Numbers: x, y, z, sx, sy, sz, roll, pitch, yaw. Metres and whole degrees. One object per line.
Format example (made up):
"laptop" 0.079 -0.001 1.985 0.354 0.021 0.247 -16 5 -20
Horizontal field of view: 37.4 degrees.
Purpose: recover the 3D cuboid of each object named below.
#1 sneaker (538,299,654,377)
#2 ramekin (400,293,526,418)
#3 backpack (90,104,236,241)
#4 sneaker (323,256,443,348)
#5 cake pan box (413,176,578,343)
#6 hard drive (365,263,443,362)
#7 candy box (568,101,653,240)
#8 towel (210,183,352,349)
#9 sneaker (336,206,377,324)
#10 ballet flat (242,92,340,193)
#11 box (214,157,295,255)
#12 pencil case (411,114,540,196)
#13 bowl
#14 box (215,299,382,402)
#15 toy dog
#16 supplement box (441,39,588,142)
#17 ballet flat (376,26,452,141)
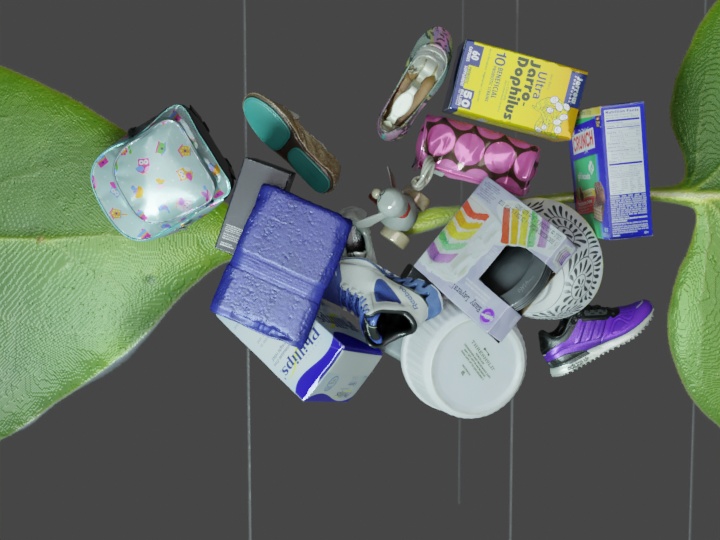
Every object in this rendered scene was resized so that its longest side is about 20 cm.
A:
"sneaker" 0.376 0.084 1.722 0.198 0.070 0.100 -30 93 1
"ramekin" 0.169 0.138 1.667 0.199 0.094 0.206 -3 103 -12
"backpack" -0.315 -0.141 1.648 0.198 0.153 0.177 -30 101 8
"sneaker" 0.015 0.051 1.610 0.197 0.115 0.082 15 126 23
"cake pan box" 0.201 -0.017 1.591 0.185 0.200 0.052 -51 139 6
"hard drive" 0.124 0.099 1.715 0.199 0.033 0.141 31 94 -18
"candy box" 0.385 -0.155 1.649 0.076 0.169 0.203 -5 95 -5
"towel" -0.111 -0.007 1.508 0.146 0.050 0.202 23 92 -3
"sneaker" 0.000 0.000 1.701 0.074 0.081 0.203 -16 98 -1
"ballet flat" -0.106 -0.209 1.690 0.200 0.065 0.070 49 130 -9
"box" -0.157 -0.095 1.628 0.078 0.200 0.143 21 94 -3
"pencil case" 0.184 -0.177 1.685 0.197 0.091 0.095 13 57 0
"bowl" 0.268 -0.003 1.651 0.198 0.094 0.204 11 113 27
"box" -0.089 0.098 1.621 0.200 0.184 0.105 42 98 20
"toy dog" 0.043 -0.108 1.653 0.096 0.201 0.133 29 69 13
"supplement box" 0.239 -0.279 1.664 0.197 0.110 0.111 14 95 -3
"ballet flat" 0.089 -0.294 1.678 0.069 0.071 0.202 31 94 -3
